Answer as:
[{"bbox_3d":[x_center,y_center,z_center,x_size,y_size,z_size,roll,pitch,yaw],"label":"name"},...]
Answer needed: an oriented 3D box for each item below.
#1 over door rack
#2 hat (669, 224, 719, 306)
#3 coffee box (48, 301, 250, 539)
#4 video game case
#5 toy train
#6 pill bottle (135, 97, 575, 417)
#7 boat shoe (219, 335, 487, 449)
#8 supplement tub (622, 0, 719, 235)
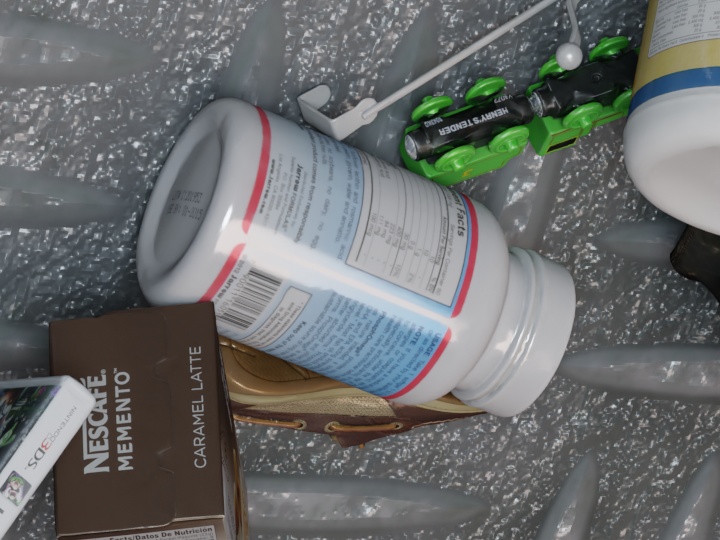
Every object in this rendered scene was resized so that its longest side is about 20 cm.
[{"bbox_3d":[0.050,-0.156,1.304,0.199,0.067,0.148,-25,126,-8],"label":"over door rack"},{"bbox_3d":[0.207,-0.017,1.439,0.080,0.201,0.202,16,119,14],"label":"hat"},{"bbox_3d":[-0.097,0.114,1.321,0.079,0.115,0.200,-6,149,-1],"label":"coffee box"},{"bbox_3d":[-0.213,0.127,1.243,0.023,0.200,0.182,41,69,-20],"label":"video game case"},{"bbox_3d":[0.111,-0.086,1.383,0.199,0.042,0.056,-19,162,-16],"label":"toy train"},{"bbox_3d":[0.000,0.000,1.333,0.199,0.109,0.109,23,109,-22],"label":"pill bottle"},{"bbox_3d":[-0.002,0.054,1.420,0.199,0.072,0.072,-1,151,-32],"label":"boat shoe"},{"bbox_3d":[0.209,-0.125,1.297,0.144,0.144,0.201,27,67,-34],"label":"supplement tub"}]
